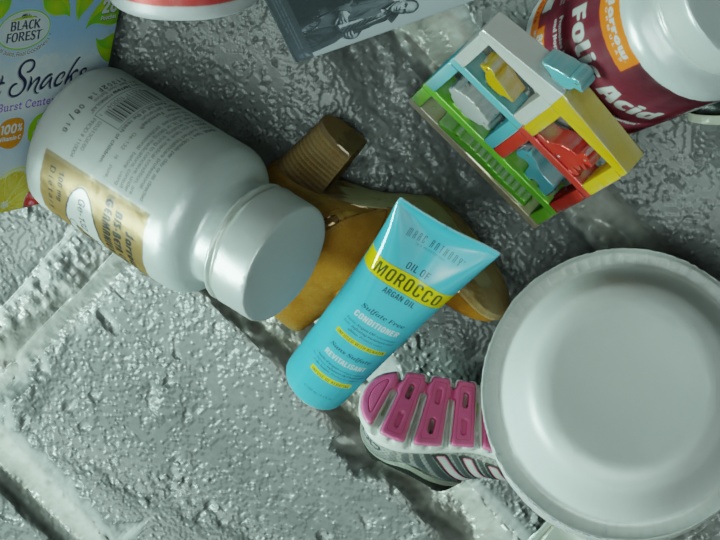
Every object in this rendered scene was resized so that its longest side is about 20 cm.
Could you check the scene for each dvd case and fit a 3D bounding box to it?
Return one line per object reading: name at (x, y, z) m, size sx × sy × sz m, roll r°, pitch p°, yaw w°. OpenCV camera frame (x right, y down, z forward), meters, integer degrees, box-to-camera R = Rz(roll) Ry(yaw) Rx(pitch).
dvd case at (0.024, -0.223, 1.286) m, size 0.199 × 0.025 × 0.151 m, roll -19°, pitch 141°, yaw 7°

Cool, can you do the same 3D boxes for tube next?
tube at (0.014, 0.025, 1.358) m, size 0.077 × 0.051 × 0.200 m, roll 25°, pitch 135°, yaw -15°

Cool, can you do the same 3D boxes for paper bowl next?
paper bowl at (0.181, 0.084, 1.335) m, size 0.199 × 0.104 × 0.202 m, roll -1°, pitch 79°, yaw 6°

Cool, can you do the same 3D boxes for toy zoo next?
toy zoo at (0.110, -0.099, 1.299) m, size 0.131 × 0.200 × 0.020 m, roll 44°, pitch 72°, yaw -4°

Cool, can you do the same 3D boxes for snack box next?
snack box at (-0.267, -0.124, 1.365) m, size 0.067 × 0.199 × 0.170 m, roll 27°, pitch 115°, yaw 27°

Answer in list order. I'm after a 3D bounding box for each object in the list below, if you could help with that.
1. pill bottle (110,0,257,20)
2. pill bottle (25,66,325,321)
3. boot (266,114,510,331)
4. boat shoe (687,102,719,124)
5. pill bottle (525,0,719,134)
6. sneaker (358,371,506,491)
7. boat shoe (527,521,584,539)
pill bottle at (-0.120, -0.279, 1.306) m, size 0.113 × 0.114 × 0.201 m, roll 6°, pitch 119°, yaw 13°
pill bottle at (-0.128, -0.050, 1.373) m, size 0.199 × 0.114 × 0.115 m, roll 31°, pitch 116°, yaw 24°
boot at (-0.001, 0.000, 1.416) m, size 0.201 × 0.071 × 0.144 m, roll 44°, pitch 120°, yaw 7°
boat shoe at (0.308, -0.141, 1.279) m, size 0.198 × 0.075 × 0.067 m, roll -9°, pitch 105°, yaw 17°
pill bottle at (0.192, -0.154, 1.226) m, size 0.113 × 0.200 × 0.115 m, roll 3°, pitch 82°, yaw -20°
sneaker at (0.088, 0.123, 1.436) m, size 0.198 × 0.074 × 0.088 m, roll 10°, pitch 156°, yaw -10°
boat shoe at (0.158, 0.214, 1.453) m, size 0.200 × 0.062 × 0.075 m, roll -45°, pitch 83°, yaw 18°
